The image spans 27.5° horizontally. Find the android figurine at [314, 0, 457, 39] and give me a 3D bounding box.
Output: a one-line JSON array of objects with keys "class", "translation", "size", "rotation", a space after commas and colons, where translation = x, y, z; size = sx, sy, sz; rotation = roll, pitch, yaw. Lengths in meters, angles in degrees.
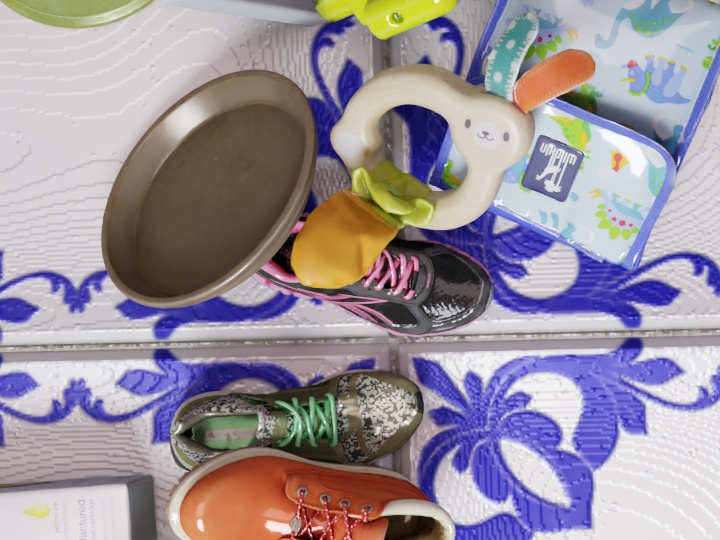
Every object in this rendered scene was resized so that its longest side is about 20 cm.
[{"class": "android figurine", "translation": [0.060, -0.243, 1.067], "size": [0.200, 0.182, 0.041], "rotation": [-17, 126, 34]}]

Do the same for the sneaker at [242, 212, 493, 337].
[{"class": "sneaker", "translation": [0.000, 0.000, 1.092], "size": [0.200, 0.095, 0.079], "rotation": [12, 85, 5]}]

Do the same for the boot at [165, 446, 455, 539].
[{"class": "boot", "translation": [-0.032, 0.171, 1.032], "size": [0.200, 0.107, 0.075], "rotation": [4, 97, -25]}]

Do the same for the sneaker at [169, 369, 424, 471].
[{"class": "sneaker", "translation": [-0.052, 0.118, 1.091], "size": [0.200, 0.089, 0.077], "rotation": [-10, 85, 5]}]

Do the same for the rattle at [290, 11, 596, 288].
[{"class": "rattle", "translation": [0.049, -0.082, 0.993], "size": [0.200, 0.143, 0.130], "rotation": [-19, 93, 40]}]

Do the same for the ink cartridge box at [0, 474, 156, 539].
[{"class": "ink cartridge box", "translation": [-0.257, 0.235, 1.107], "size": [0.200, 0.083, 0.145], "rotation": [-5, 87, 5]}]

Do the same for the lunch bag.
[{"class": "lunch bag", "translation": [0.162, -0.121, 1.073], "size": [0.170, 0.127, 0.200], "rotation": [24, 99, 10]}]

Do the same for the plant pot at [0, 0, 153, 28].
[{"class": "plant pot", "translation": [-0.235, -0.298, 1.088], "size": [0.200, 0.190, 0.200], "rotation": [0, 87, 6]}]

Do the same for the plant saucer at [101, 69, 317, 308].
[{"class": "plant saucer", "translation": [-0.109, -0.058, 1.090], "size": [0.200, 0.029, 0.200], "rotation": [-20, 52, 28]}]

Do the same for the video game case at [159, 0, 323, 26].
[{"class": "video game case", "translation": [-0.108, -0.272, 1.073], "size": [0.023, 0.200, 0.182], "rotation": [-21, 84, 29]}]
